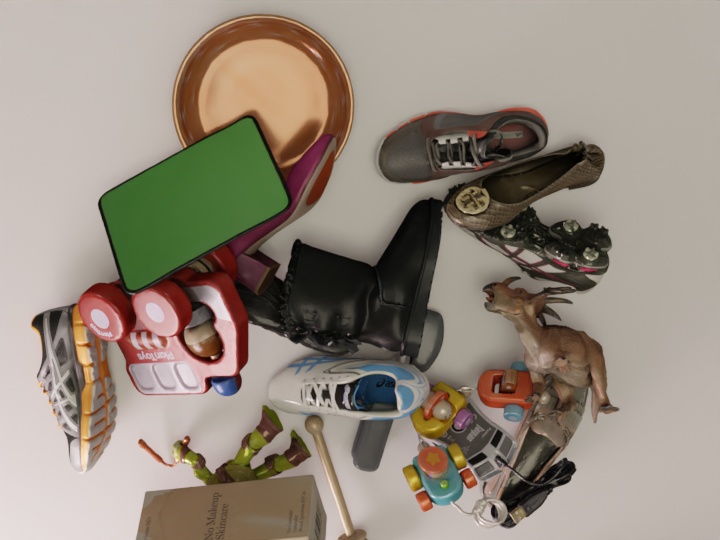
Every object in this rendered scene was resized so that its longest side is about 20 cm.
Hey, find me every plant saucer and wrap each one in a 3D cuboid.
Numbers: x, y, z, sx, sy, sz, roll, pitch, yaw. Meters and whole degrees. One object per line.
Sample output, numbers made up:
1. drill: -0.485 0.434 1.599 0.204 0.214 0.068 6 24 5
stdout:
1. plant saucer: -0.107 -0.183 1.506 0.200 0.037 0.201 0 102 -2

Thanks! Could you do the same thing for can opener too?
1. can opener: 0.041 0.139 1.575 0.066 0.053 0.200 19 101 -8

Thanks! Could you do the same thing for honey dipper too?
1. honey dipper: -0.026 0.264 1.608 0.038 0.038 0.200 -16 100 0

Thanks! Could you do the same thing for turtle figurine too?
1. turtle figurine: -0.148 0.232 1.579 0.161 0.064 0.200 -42 101 6

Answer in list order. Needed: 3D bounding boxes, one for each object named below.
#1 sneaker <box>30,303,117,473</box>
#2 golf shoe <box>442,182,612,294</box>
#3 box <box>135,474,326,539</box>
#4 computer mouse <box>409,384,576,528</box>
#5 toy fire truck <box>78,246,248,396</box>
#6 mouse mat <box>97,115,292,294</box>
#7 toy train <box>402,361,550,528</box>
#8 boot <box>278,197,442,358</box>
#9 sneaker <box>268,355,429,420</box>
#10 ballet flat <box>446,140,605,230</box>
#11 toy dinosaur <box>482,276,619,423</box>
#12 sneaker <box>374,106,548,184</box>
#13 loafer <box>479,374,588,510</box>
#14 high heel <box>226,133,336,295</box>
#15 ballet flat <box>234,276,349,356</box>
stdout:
1. sneaker: -0.327 0.132 1.549 0.077 0.078 0.200 0 99 11
2. golf shoe: 0.181 -0.030 1.533 0.200 0.077 0.088 24 145 13
3. box: -0.143 0.295 1.522 0.200 0.095 0.078 -8 130 8
4. computer mouse: 0.141 0.204 1.563 0.110 0.044 0.200 -43 60 -13
5. toy fire truck: -0.199 0.063 1.492 0.200 0.112 0.168 -5 119 36
6. mouse mat: -0.178 -0.072 1.441 0.200 0.161 0.008 -27 139 3
7. toy train: 0.124 0.180 1.522 0.150 0.056 0.200 8 60 17
8. boot: 0.000 0.000 1.512 0.162 0.073 0.199 12 77 0
9. sneaker: -0.022 0.134 1.533 0.200 0.072 0.072 -4 93 28
10. ballet flat: 0.185 -0.099 1.502 0.200 0.046 0.067 -19 59 -18
11. toy dinosaur: 0.231 0.089 1.532 0.086 0.136 0.200 -28 129 34
12. sneaker: 0.114 -0.141 1.504 0.200 0.082 0.077 -14 103 0
13. loafer: 0.211 0.202 1.593 0.072 0.063 0.200 29 99 -9
14. high heel: -0.105 -0.077 1.486 0.096 0.067 0.200 33 101 13
15. ballet flat: -0.096 0.043 1.552 0.200 0.057 0.067 30 78 -2
